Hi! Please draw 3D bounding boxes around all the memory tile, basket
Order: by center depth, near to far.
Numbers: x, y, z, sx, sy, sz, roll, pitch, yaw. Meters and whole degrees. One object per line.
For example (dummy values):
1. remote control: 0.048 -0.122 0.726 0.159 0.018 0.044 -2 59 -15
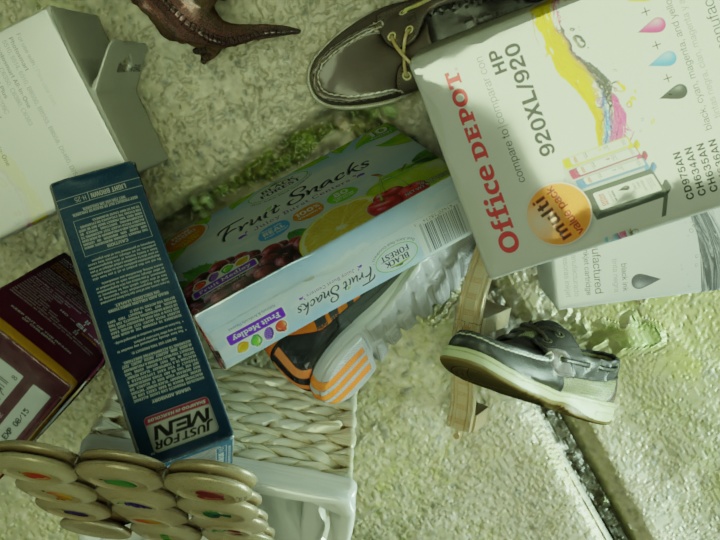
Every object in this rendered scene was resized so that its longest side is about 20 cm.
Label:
1. memory tile: -0.134 0.145 0.636 0.153 0.200 0.017 6 65 3
2. basket: -0.102 0.154 0.782 0.199 0.124 0.136 11 130 -1

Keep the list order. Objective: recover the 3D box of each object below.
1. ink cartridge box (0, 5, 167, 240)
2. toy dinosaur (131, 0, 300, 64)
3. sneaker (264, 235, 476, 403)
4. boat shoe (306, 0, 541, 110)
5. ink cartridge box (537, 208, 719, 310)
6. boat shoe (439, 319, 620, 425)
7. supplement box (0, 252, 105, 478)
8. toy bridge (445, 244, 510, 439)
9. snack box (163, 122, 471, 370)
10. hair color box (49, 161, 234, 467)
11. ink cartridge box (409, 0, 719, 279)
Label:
1. ink cartridge box: -0.244 -0.101 0.745 0.200 0.129 0.125 -24 101 6
2. toy dinosaur: -0.142 -0.205 0.720 0.200 0.136 0.086 36 100 -7
3. sneaker: 0.000 0.000 0.790 0.112 0.078 0.200 35 66 31
4. boat shoe: 0.053 -0.171 0.764 0.200 0.060 0.072 -17 102 4
5. ink cartridge box: 0.234 -0.060 0.773 0.199 0.084 0.146 -7 101 2
6. boat shoe: 0.134 0.068 0.777 0.200 0.073 0.065 24 82 -48
7. supplement box: -0.245 0.069 0.743 0.086 0.200 0.110 41 99 -6
8. toy bridge: 0.094 0.038 0.802 0.027 0.067 0.200 14 102 24
9. snack box: -0.035 -0.025 0.731 0.200 0.142 0.053 -28 117 -8
10. hair color box: -0.143 0.040 0.677 0.060 0.100 0.200 -18 71 -14
11. ink cartridge box: 0.153 -0.105 0.643 0.200 0.145 0.148 -18 101 15
